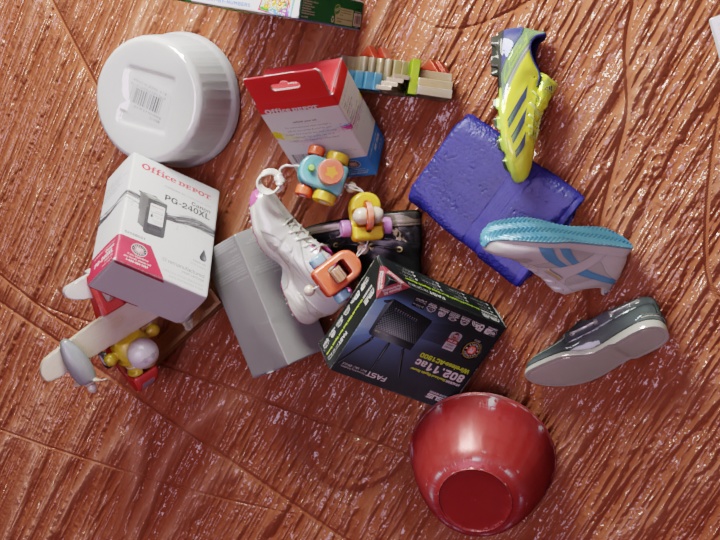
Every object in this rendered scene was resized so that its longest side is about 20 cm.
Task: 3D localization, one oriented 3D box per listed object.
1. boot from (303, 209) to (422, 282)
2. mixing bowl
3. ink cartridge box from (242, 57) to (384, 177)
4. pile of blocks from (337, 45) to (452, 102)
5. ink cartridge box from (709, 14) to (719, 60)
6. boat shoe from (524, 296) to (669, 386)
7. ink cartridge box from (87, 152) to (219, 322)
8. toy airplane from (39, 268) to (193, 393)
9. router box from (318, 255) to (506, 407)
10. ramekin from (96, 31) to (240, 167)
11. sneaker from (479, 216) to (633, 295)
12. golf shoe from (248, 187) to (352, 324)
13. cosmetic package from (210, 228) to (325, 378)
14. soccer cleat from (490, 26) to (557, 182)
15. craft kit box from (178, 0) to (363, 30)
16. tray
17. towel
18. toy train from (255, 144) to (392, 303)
[{"bbox_3d":[0.000,0.000,1.489,0.200,0.073,0.151,-9,94,18],"label":"boot"},{"bbox_3d":[0.155,0.274,1.412,0.200,0.108,0.200,4,114,10],"label":"mixing bowl"},{"bbox_3d":[-0.059,-0.209,1.416,0.116,0.200,0.067,-3,53,24],"label":"ink cartridge box"},{"bbox_3d":[0.033,-0.267,1.429,0.200,0.082,0.062,9,95,20],"label":"pile of blocks"},{"bbox_3d":[0.502,-0.216,1.237,0.145,0.084,0.200,-16,91,23],"label":"ink cartridge box"},{"bbox_3d":[0.302,0.093,1.391,0.200,0.073,0.062,-27,44,30],"label":"boat shoe"},{"bbox_3d":[-0.286,-0.048,1.505,0.083,0.145,0.200,-39,38,40],"label":"ink cartridge box"},{"bbox_3d":[-0.335,0.083,1.530,0.141,0.199,0.200,36,103,40],"label":"toy airplane"},{"bbox_3d":[0.069,0.086,1.413,0.200,0.062,0.150,22,113,-27],"label":"router box"},{"bbox_3d":[-0.284,-0.247,1.556,0.200,0.098,0.201,3,99,22],"label":"ramekin"},{"bbox_3d":[0.240,-0.015,1.338,0.200,0.077,0.081,8,115,-17],"label":"sneaker"},{"bbox_3d":[-0.079,-0.028,1.448,0.091,0.075,0.200,-18,106,30],"label":"golf shoe"},{"bbox_3d":[-0.135,0.042,1.525,0.107,0.090,0.200,-21,93,51],"label":"cosmetic package"},{"bbox_3d":[0.208,-0.211,1.355,0.084,0.065,0.200,-3,82,8],"label":"soccer cleat"},{"bbox_3d":[-0.124,-0.357,1.418,0.197,0.200,0.049,11,102,20],"label":"craft kit box"},{"bbox_3d":[-0.298,0.066,1.642,0.200,0.037,0.099,-41,82,23],"label":"tray"},{"bbox_3d":[0.178,-0.094,1.415,0.200,0.050,0.148,39,103,14],"label":"towel"},{"bbox_3d":[-0.040,-0.066,1.392,0.150,0.056,0.200,-32,93,-14],"label":"toy train"}]
